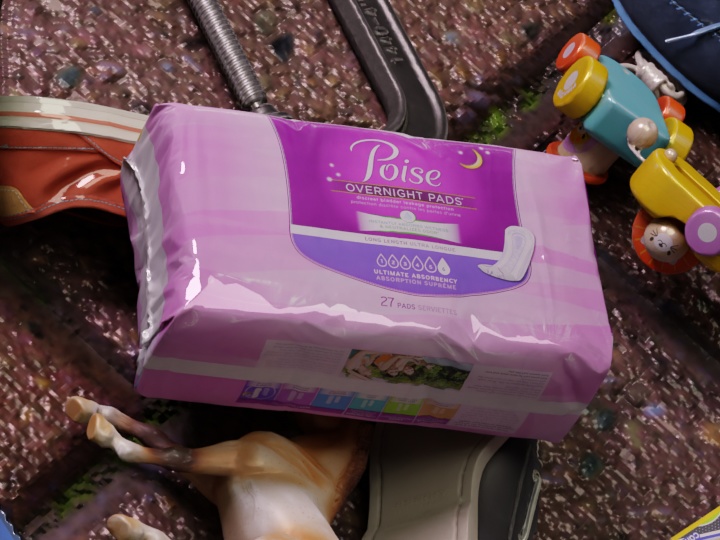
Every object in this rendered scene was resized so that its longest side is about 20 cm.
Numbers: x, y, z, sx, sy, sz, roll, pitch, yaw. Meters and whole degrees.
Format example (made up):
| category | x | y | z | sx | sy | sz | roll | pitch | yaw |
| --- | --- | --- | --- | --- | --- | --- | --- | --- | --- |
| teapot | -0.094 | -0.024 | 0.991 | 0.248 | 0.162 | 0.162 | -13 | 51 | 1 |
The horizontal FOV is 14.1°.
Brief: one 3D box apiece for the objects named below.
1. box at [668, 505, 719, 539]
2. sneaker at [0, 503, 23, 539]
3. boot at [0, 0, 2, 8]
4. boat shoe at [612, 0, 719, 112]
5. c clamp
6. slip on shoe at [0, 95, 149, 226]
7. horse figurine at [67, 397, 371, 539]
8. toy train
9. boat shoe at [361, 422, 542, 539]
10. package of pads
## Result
| category | x | y | z | sx | sy | sz | roll | pitch | yaw |
| --- | --- | --- | --- | --- | --- | --- | --- | --- | --- |
| box | 0.209 | 0.122 | 1.316 | 0.199 | 0.064 | 0.070 | -27 | 71 | -40 |
| sneaker | -0.167 | 0.117 | 1.134 | 0.078 | 0.066 | 0.201 | -33 | 80 | -10 |
| boot | -0.188 | -0.063 | 1.200 | 0.077 | 0.139 | 0.201 | 13 | 51 | -19 |
| boat shoe | 0.224 | -0.108 | 1.493 | 0.199 | 0.069 | 0.084 | 32 | 32 | -8 |
| c clamp | -0.051 | -0.117 | 1.395 | 0.170 | 0.027 | 0.201 | -11 | 59 | -40 |
| slip on shoe | -0.076 | -0.033 | 1.295 | 0.199 | 0.074 | 0.062 | 9 | 86 | -29 |
| horse figurine | -0.047 | 0.106 | 1.176 | 0.132 | 0.050 | 0.200 | 16 | 30 | -21 |
| toy train | 0.165 | -0.030 | 1.424 | 0.150 | 0.056 | 0.200 | 12 | 34 | -54 |
| boat shoe | 0.044 | 0.103 | 1.263 | 0.063 | 0.072 | 0.201 | 63 | 29 | -33 |
| package of pads | 0.000 | 0.000 | 1.221 | 0.199 | 0.076 | 0.121 | 6 | 53 | -18 |
